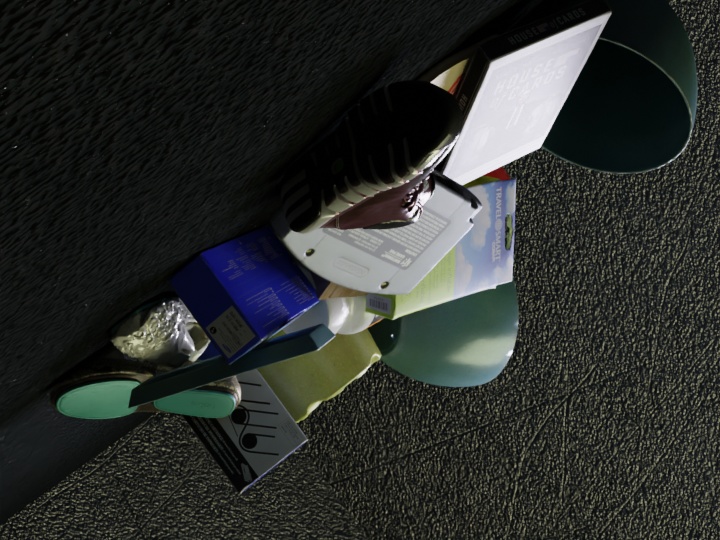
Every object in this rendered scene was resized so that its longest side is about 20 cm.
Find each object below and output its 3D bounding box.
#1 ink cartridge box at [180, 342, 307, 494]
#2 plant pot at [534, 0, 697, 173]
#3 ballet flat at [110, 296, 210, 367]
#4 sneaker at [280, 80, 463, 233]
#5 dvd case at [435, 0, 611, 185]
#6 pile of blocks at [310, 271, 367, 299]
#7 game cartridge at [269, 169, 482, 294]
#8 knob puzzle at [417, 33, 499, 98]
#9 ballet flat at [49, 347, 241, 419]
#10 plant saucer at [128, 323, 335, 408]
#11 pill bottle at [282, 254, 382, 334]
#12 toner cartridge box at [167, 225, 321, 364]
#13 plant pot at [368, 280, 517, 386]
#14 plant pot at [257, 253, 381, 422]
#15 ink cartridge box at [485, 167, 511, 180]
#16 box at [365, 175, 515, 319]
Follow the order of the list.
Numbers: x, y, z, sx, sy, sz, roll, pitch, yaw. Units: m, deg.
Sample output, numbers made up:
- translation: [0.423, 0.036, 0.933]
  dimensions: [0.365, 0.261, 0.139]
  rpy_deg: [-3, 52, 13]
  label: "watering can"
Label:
- translation: [-0.152, 0.129, 1.465]
  dimensions: [0.094, 0.201, 0.044]
  rpy_deg: [-36, 179, -8]
  label: "ink cartridge box"
- translation: [0.259, -0.217, 1.408]
  dimensions: [0.200, 0.199, 0.136]
  rpy_deg: [-39, -158, 59]
  label: "plant pot"
- translation: [-0.181, 0.060, 1.341]
  dimensions: [0.071, 0.072, 0.200]
  rpy_deg: [-37, 178, 10]
  label: "ballet flat"
- translation: [0.034, -0.085, 1.084]
  dimensions: [0.115, 0.077, 0.199]
  rpy_deg: [5, 159, -41]
  label: "sneaker"
- translation: [0.140, -0.157, 1.275]
  dimensions: [0.149, 0.025, 0.201]
  rpy_deg: [-26, 157, -28]
  label: "dvd case"
- translation: [-0.013, -0.046, 1.318]
  dimensions: [0.081, 0.063, 0.201]
  rpy_deg: [-16, 153, -9]
  label: "pile of blocks"
- translation: [0.012, -0.045, 1.230]
  dimensions: [0.133, 0.042, 0.199]
  rpy_deg: [-43, 145, 17]
  label: "game cartridge"
- translation: [0.063, -0.143, 1.254]
  dimensions: [0.218, 0.031, 0.220]
  rpy_deg: [-35, 161, -14]
  label: "knob puzzle"
- translation: [-0.220, 0.111, 1.394]
  dimensions: [0.197, 0.076, 0.068]
  rpy_deg: [3, 133, -24]
  label: "ballet flat"
- translation: [-0.123, 0.088, 1.298]
  dimensions: [0.198, 0.019, 0.070]
  rpy_deg: [-19, -176, 16]
  label: "plant saucer"
- translation: [0.000, 0.000, 1.483]
  dimensions: [0.199, 0.117, 0.116]
  rpy_deg: [-28, 173, -41]
  label: "pill bottle"
- translation: [-0.104, 0.019, 1.297]
  dimensions: [0.043, 0.095, 0.200]
  rpy_deg: [-35, 179, 17]
  label: "toner cartridge box"
- translation: [0.075, 0.047, 1.652]
  dimensions: [0.133, 0.202, 0.200]
  rpy_deg: [-7, 161, -35]
  label: "plant pot"
- translation: [-0.078, 0.064, 1.581]
  dimensions: [0.200, 0.185, 0.200]
  rpy_deg: [-37, 178, -2]
  label: "plant pot"
- translation: [0.097, -0.108, 1.751]
  dimensions: [0.199, 0.117, 0.067]
  rpy_deg: [-37, 180, 30]
  label: "ink cartridge box"
- translation: [0.086, -0.030, 1.447]
  dimensions: [0.047, 0.124, 0.199]
  rpy_deg: [14, -160, 40]
  label: "box"
